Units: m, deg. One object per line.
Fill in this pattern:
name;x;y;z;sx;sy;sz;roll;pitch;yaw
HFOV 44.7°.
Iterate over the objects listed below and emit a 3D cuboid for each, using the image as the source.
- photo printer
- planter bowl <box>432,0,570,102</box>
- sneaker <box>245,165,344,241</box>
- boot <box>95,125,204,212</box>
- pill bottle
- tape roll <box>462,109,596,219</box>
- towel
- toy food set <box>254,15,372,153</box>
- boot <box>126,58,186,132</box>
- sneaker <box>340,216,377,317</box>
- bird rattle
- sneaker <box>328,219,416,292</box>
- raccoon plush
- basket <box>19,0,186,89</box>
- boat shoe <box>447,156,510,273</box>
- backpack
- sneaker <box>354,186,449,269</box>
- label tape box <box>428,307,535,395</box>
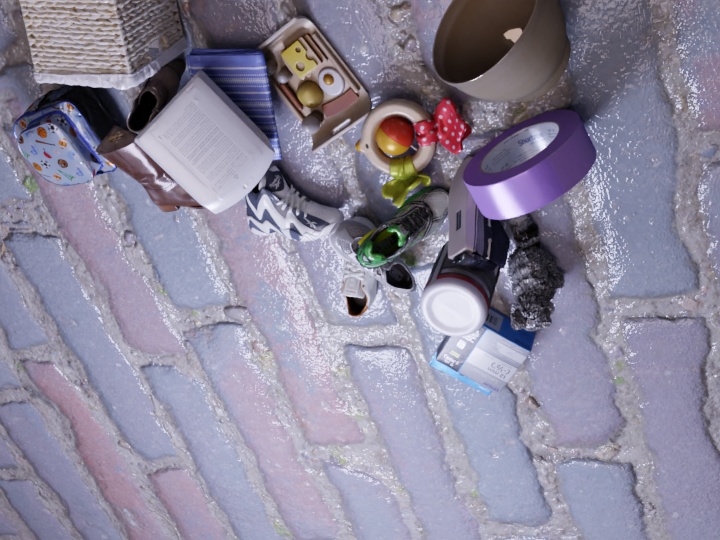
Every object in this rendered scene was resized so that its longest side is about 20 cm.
photo printer;-0.255;-0.210;1.486;0.166;0.070;0.200;-44;107;6
planter bowl;0.220;-0.329;1.274;0.134;0.202;0.199;27;136;-35
sneaker;-0.132;-0.130;1.609;0.197;0.080;0.131;9;136;28
boot;-0.345;-0.189;1.552;0.184;0.065;0.200;-15;140;22
pill bottle;0.179;0.011;1.509;0.114;0.201;0.117;10;127;14
tape roll;0.259;-0.165;1.352;0.198;0.201;0.066;-20;114;32
towel;-0.215;-0.285;1.512;0.143;0.024;0.202;4;125;16
toy food set;-0.092;-0.311;1.477;0.143;0.061;0.200;-28;111;35
boot;-0.371;-0.286;1.549;0.070;0.147;0.201;28;130;-6
sneaker;0.000;0.000;1.649;0.072;0.085;0.202;8;123;18
bird rattle;0.080;-0.212;1.446;0.162;0.113;0.201;32;129;-5
sneaker;0.031;-0.026;1.583;0.199;0.082;0.075;33;90;-27
raccoon plush;0.277;0.011;1.513;0.096;0.134;0.201;-22;114;34
basket;-0.423;-0.413;1.449;0.197;0.199;0.163;7;124;17
boat shoe;0.200;-0.088;1.459;0.092;0.202;0.075;20;153;-24
backpack;-0.555;-0.249;1.656;0.189;0.155;0.201;-4;126;36
sneaker;0.083;-0.071;1.516;0.078;0.200;0.085;51;171;-6
label tape box;0.227;0.168;1.691;0.142;0.066;0.201;28;128;1
